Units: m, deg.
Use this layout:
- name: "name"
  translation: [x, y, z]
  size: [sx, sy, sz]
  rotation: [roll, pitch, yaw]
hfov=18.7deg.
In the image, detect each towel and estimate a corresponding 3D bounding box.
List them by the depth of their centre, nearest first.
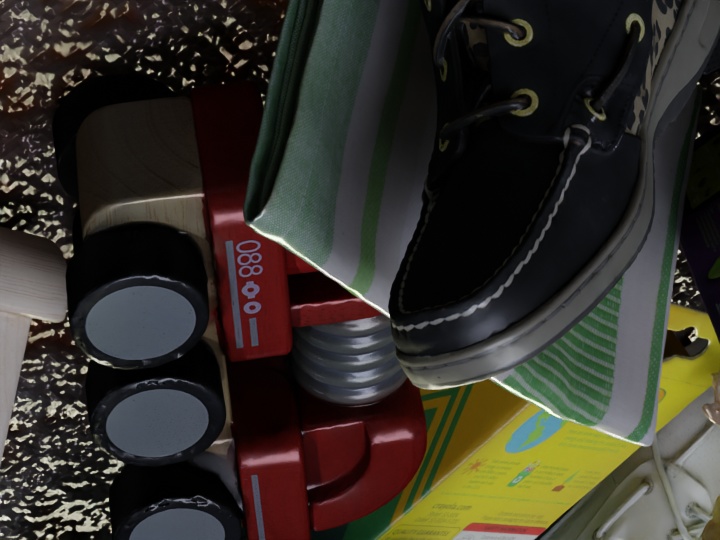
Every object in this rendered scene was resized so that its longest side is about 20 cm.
- name: "towel"
  translation: [0.046, -0.042, 0.711]
  size: [0.023, 0.153, 0.200]
  rotation: [-8, 151, 39]

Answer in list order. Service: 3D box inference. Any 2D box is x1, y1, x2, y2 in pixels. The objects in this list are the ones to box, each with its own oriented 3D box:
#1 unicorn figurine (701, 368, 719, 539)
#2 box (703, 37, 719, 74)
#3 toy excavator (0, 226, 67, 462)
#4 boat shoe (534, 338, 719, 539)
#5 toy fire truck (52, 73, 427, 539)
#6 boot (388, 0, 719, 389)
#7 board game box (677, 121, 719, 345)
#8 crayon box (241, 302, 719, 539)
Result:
- name: "unicorn figurine"
  translation: [0.191, 0.123, 0.898]
  size: [0.074, 0.137, 0.201]
  rotation: [3, 105, 25]
- name: "box"
  translation: [0.175, -0.171, 0.723]
  size: [0.200, 0.044, 0.160]
  rotation: [-25, 137, 1]
- name: "toy excavator"
  translation: [-0.165, 0.100, 0.781]
  size: [0.100, 0.195, 0.200]
  rotation: [14, 153, -35]
- name: "boat shoe"
  translation: [0.135, 0.110, 0.953]
  size: [0.075, 0.086, 0.202]
  rotation: [25, 119, -41]
- name: "toy fire truck"
  translation: [0.000, 0.000, 0.774]
  size: [0.199, 0.129, 0.176]
  rotation: [-8, 136, -4]
- name: "boot"
  translation: [0.029, -0.080, 0.628]
  size: [0.073, 0.204, 0.154]
  rotation: [-14, 121, 37]
- name: "board game box"
  translation: [0.167, -0.030, 0.756]
  size: [0.120, 0.200, 0.032]
  rotation: [-41, 105, 14]
- name: "crayon box"
  translation: [0.054, 0.066, 0.874]
  size: [0.200, 0.051, 0.127]
  rotation: [-43, 153, 19]
